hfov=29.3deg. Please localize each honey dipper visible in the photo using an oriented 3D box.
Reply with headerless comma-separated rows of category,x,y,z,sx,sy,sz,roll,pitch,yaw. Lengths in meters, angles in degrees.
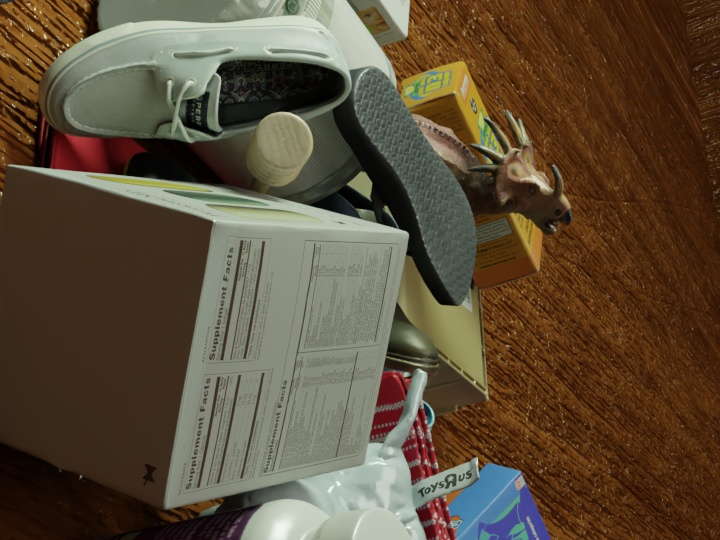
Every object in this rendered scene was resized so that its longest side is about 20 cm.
honey dipper,-0.067,-0.063,0.929,0.200,0.038,0.038,145,-66,-75

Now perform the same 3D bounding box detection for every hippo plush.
hippo plush,-0.026,0.192,0.915,0.160,0.200,0.160,-4,58,-57

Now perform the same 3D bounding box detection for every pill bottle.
pill bottle,-0.068,0.192,0.781,0.112,0.198,0.113,37,45,-49

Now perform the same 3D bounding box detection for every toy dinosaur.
toy dinosaur,0.067,-0.087,1.123,0.198,0.136,0.087,20,57,-17

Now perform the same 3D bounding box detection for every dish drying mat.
dish drying mat,-0.155,-0.050,0.959,0.200,0.018,0.078,40,43,-52

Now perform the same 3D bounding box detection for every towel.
towel,0.000,0.182,1.010,0.022,0.144,0.202,-10,85,-59

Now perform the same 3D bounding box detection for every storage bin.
storage bin,0.039,0.008,1.258,0.198,0.093,0.202,41,40,-52

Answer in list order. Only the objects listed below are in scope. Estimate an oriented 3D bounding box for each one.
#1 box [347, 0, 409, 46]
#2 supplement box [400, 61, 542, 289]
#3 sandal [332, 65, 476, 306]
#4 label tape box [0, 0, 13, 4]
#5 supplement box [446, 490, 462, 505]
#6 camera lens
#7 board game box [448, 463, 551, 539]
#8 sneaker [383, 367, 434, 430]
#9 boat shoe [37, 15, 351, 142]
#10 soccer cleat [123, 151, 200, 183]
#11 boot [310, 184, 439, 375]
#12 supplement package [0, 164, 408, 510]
box,-0.048,-0.287,1.208,0.200,0.112,0.102,49,37,-45
supplement box,0.100,-0.084,1.251,0.201,0.068,0.067,59,26,-28
sandal,0.032,-0.062,1.015,0.201,0.043,0.076,61,42,-26
label tape box,-0.256,-0.265,0.802,0.143,0.066,0.202,-11,89,-66
supplement box,0.110,0.296,1.263,0.201,0.066,0.069,65,26,-21
camera lens,-0.077,-0.154,1.012,0.200,0.159,0.161,47,36,-47
board game box,0.087,0.285,1.152,0.200,0.045,0.153,-41,118,-30
sneaker,0.022,0.142,1.101,0.201,0.081,0.074,78,4,-49
boat shoe,-0.101,-0.117,0.870,0.072,0.199,0.071,-123,-154,-53
soccer cleat,-0.090,-0.019,0.960,0.200,0.080,0.068,50,38,-44
boot,0.000,0.000,1.043,0.074,0.200,0.098,8,109,-45
supplement package,-0.094,0.031,0.800,0.199,0.151,0.152,0,103,-59
